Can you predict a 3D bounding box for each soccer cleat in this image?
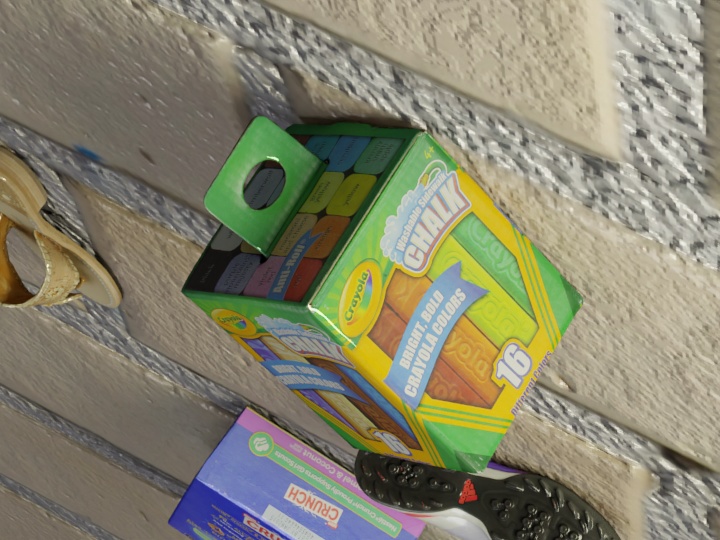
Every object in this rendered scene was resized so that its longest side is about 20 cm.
[{"bbox_3d":[0.094,0.162,1.771,0.200,0.068,0.073,21,-178,20],"label":"soccer cleat"}]

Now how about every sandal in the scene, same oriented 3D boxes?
[{"bbox_3d":[-0.244,-0.009,1.856,0.078,0.070,0.212,22,158,29],"label":"sandal"}]

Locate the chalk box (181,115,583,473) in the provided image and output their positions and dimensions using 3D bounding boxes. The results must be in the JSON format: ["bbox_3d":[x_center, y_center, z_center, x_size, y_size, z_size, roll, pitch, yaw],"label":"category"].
[{"bbox_3d":[0.000,0.000,1.413,0.200,0.125,0.124,44,158,-32],"label":"chalk box"}]

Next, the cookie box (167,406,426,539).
[{"bbox_3d":[-0.054,0.201,2.057,0.171,0.075,0.200,33,161,-1],"label":"cookie box"}]
